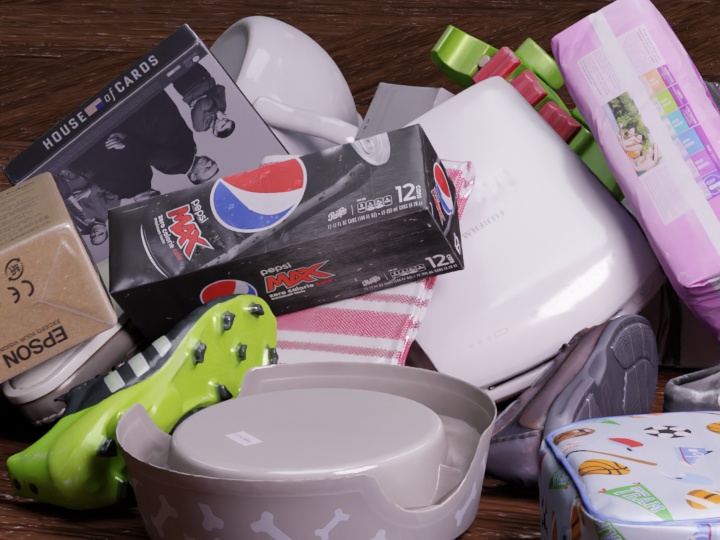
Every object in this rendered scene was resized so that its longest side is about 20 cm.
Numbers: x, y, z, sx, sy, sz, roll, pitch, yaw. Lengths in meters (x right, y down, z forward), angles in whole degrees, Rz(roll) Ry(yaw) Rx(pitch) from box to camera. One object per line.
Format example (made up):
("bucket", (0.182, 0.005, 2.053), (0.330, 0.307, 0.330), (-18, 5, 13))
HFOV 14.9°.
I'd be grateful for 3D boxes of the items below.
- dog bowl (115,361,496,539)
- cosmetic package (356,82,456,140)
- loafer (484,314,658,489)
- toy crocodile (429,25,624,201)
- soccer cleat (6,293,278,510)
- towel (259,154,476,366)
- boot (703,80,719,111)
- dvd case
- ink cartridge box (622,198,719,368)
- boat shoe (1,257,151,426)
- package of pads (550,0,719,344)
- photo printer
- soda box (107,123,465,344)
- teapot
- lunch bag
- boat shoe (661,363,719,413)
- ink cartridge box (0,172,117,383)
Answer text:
("dog bowl", (-0.027, 0.103, 1.439), (0.200, 0.059, 0.200), (-3, 14, 1))
("cosmetic package", (0.100, -0.066, 1.945), (0.200, 0.051, 0.083), (29, -11, -30))
("loafer", (0.117, 0.071, 1.545), (0.063, 0.072, 0.200), (-2, 16, 21))
("toy crocodile", (0.116, -0.102, 1.811), (0.062, 0.068, 0.200), (36, 11, -45))
("soccer cleat", (-0.120, 0.068, 1.541), (0.081, 0.068, 0.200), (0, 26, 36))
("towel", (-0.024, 0.014, 1.640), (0.146, 0.030, 0.200), (5, 57, 27))
("boot", (0.256, -0.069, 1.884), (0.165, 0.066, 0.200), (20, -13, 11))
("dvd case", (-0.127, -0.059, 1.798), (0.150, 0.200, 0.025), (-38, 56, 0))
("ink cartridge box", (0.223, 0.007, 1.760), (0.200, 0.083, 0.145), (2, 14, 18))
("boat shoe", (-0.156, 0.047, 1.675), (0.072, 0.060, 0.202), (-15, 18, 22))
("package of pads", (0.194, -0.057, 1.640), (0.076, 0.200, 0.121), (-30, -30, 7))
("photo printer", (0.077, -0.012, 1.679), (0.166, 0.069, 0.200), (-31, 50, -8))
("soda box", (-0.045, -0.019, 1.606), (0.200, 0.071, 0.063), (-15, 54, 14))
("teapot", (-0.061, -0.084, 2.051), (0.146, 0.197, 0.200), (28, 30, -16))
("lunch bag", (0.170, 0.122, 1.311), (0.160, 0.076, 0.200), (-1, 12, -4))
("boat shoe", (0.233, 0.066, 1.543), (0.199, 0.068, 0.074), (-14, 18, -41))
("ink cartridge box", (-0.253, 0.027, 1.635), (0.200, 0.075, 0.165), (-26, 15, -4))
